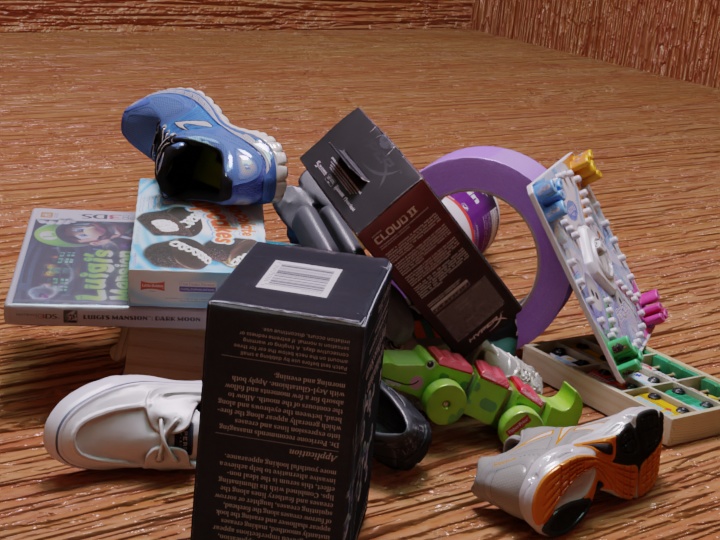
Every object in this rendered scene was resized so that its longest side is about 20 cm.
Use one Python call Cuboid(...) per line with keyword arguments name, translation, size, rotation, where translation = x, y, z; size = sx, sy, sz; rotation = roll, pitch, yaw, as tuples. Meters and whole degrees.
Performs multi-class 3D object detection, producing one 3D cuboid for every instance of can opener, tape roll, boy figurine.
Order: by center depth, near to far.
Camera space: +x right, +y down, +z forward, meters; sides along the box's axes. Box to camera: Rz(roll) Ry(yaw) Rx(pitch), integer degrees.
Cuboid(name="can opener", translation=(0.000, 0.000, 1.309), size=(0.053, 0.067, 0.201), rotation=(0, 42, -32))
Cuboid(name="tape roll", translation=(0.120, -0.019, 1.457), size=(0.198, 0.203, 0.066), rotation=(11, 17, 18))
Cuboid(name="boy figurine", translation=(-0.037, -0.028, 1.494), size=(0.124, 0.200, 0.065), rotation=(-38, 68, -12))

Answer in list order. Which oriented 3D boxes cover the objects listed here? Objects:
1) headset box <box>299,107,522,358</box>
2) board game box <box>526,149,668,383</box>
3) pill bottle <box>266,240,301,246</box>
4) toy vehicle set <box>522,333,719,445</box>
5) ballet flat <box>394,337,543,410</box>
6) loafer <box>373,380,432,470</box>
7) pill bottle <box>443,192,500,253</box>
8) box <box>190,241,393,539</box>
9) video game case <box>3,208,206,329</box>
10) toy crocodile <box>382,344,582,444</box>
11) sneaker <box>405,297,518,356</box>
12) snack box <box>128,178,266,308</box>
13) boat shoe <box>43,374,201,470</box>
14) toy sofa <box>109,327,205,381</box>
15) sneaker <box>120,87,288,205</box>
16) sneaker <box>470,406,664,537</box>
Cuboid(name="headset box", translation=(0.038, -0.039, 1.264), size=(0.075, 0.200, 0.149), rotation=(-39, 38, 2))
Cuboid(name="board game box", translation=(0.236, -0.012, 1.411), size=(0.026, 0.202, 0.200), rotation=(-25, 4, 23))
Cuboid(name="pill bottle", translation=(-0.137, 0.022, 1.396), size=(0.197, 0.112, 0.111), rotation=(6, 16, 6))
Cuboid(name="toy vehicle set", translation=(0.264, 0.108, 1.386), size=(0.123, 0.027, 0.199), rotation=(-6, 21, -36))
Cuboid(name="ballet flat", translation=(0.084, 0.092, 1.313), size=(0.197, 0.073, 0.072), rotation=(-1, 18, -22))
Cuboid(name="loafer", translation=(-0.028, 0.092, 1.190), size=(0.199, 0.068, 0.071), rotation=(30, -16, 24))
Cuboid(name="pill bottle", translation=(0.099, -0.054, 1.721), size=(0.111, 0.114, 0.200), rotation=(11, 17, 17))
Cuboid(name="box", translation=(-0.046, 0.101, 1.004), size=(0.106, 0.203, 0.149), rotation=(8, 17, 6))
Cuboid(name="video game case", translation=(-0.210, -0.005, 1.283), size=(0.179, 0.024, 0.201), rotation=(1, 26, -6))
Cuboid(name="toy crocodile", translation=(0.099, 0.103, 1.244), size=(0.198, 0.062, 0.068), rotation=(21, 11, -17))
Cuboid(name="sneaker", translation=(0.055, 0.050, 1.378), size=(0.197, 0.081, 0.071), rotation=(10, 14, -16))
Cuboid(name="snack box", translation=(-0.141, -0.026, 1.270), size=(0.114, 0.038, 0.201), rotation=(2, 25, -7))
Cuboid(name="boat shoe", translation=(-0.145, 0.120, 1.133), size=(0.198, 0.075, 0.065), rotation=(-8, 17, -35))
Cuboid(name="toy sofa", translation=(-0.117, 0.079, 1.295), size=(0.197, 0.099, 0.083), rotation=(6, -7, 5))
Cuboid(name="sneaker", translation=(-0.157, -0.112, 1.313), size=(0.089, 0.080, 0.199), rotation=(-14, 30, -43))
Cuboid(name="sneaker", translation=(0.167, 0.145, 1.159), size=(0.091, 0.077, 0.199), rotation=(14, 17, 41))
